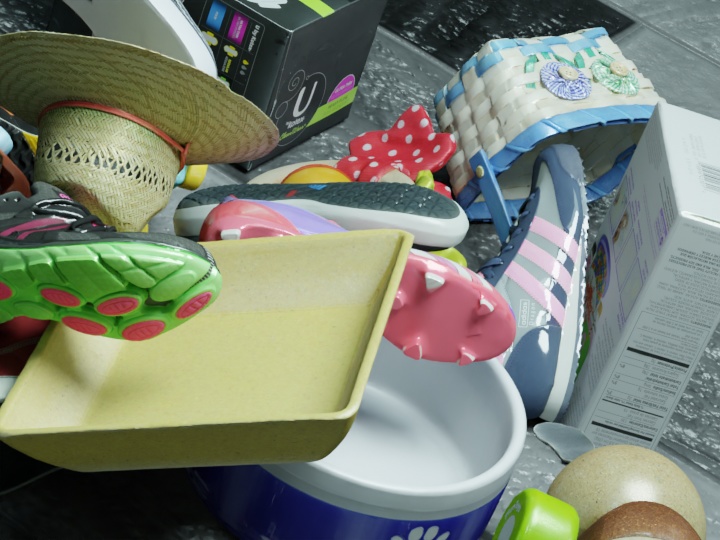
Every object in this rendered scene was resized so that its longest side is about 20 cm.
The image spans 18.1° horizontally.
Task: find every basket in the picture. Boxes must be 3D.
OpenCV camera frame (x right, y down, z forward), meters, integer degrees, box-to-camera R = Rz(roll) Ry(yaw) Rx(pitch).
[{"bbox_3d":[0.151,-0.072,1.646,0.176,0.139,0.201,-12,72,-39],"label":"basket"}]

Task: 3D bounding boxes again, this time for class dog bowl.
[{"bbox_3d":[-0.005,0.094,1.353,0.199,0.079,0.201,15,33,-10],"label":"dog bowl"}]

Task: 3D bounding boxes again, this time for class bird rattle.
[{"bbox_3d":[-0.006,-0.052,1.558,0.162,0.113,0.200,-2,33,-6],"label":"bird rattle"}]

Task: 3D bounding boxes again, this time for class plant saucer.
[{"bbox_3d":[-0.077,0.050,1.239,0.199,0.049,0.200,-4,28,14],"label":"plant saucer"}]

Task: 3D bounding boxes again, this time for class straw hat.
[{"bbox_3d":[-0.149,-0.061,1.317,0.200,0.201,0.086,14,74,-11],"label":"straw hat"}]

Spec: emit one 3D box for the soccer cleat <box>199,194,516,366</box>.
[{"bbox_3d":[0.000,0.000,1.365,0.199,0.067,0.077,15,28,-4],"label":"soccer cleat"}]

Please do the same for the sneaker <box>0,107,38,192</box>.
[{"bbox_3d":[-0.236,-0.086,1.511,0.199,0.070,0.090,1,22,-29],"label":"sneaker"}]

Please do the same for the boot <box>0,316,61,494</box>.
[{"bbox_3d":[-0.222,0.055,1.298,0.144,0.073,0.200,39,28,27],"label":"boot"}]

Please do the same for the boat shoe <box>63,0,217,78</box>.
[{"bbox_3d":[-0.147,-0.183,1.479,0.068,0.072,0.200,-25,54,-35],"label":"boat shoe"}]

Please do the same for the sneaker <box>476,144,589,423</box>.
[{"bbox_3d":[0.106,0.001,1.504,0.082,0.070,0.201,9,62,-6],"label":"sneaker"}]

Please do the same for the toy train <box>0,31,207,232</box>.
[{"bbox_3d":[-0.178,-0.078,1.444,0.150,0.056,0.200,51,57,-8],"label":"toy train"}]

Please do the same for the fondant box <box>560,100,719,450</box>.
[{"bbox_3d":[0.188,0.013,1.470,0.058,0.201,0.145,17,32,-9],"label":"fondant box"}]

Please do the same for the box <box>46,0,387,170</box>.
[{"bbox_3d":[-0.106,-0.190,1.677,0.199,0.125,0.148,31,34,18],"label":"box"}]

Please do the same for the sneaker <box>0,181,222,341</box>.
[{"bbox_3d":[-0.165,-0.013,1.241,0.199,0.077,0.084,4,53,25],"label":"sneaker"}]

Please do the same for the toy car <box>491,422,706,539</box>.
[{"bbox_3d":[0.138,0.161,1.261,0.164,0.158,0.200,25,31,-9],"label":"toy car"}]

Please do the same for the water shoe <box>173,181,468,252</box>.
[{"bbox_3d":[-0.023,-0.013,1.450,0.199,0.079,0.071,3,18,22],"label":"water shoe"}]
